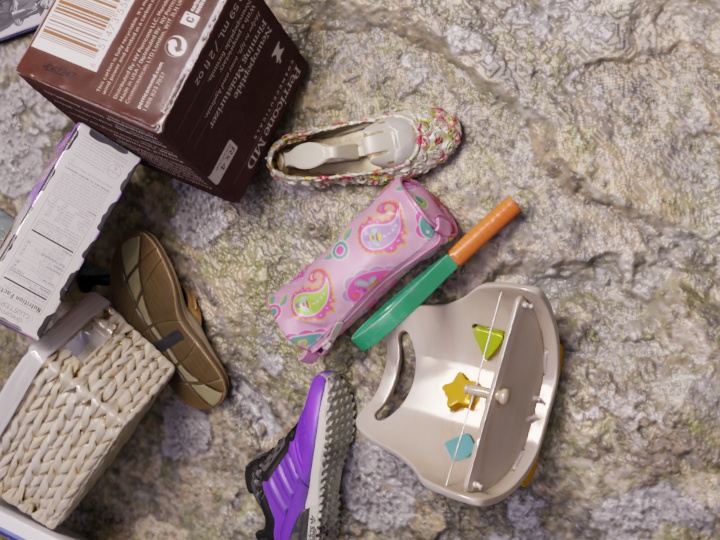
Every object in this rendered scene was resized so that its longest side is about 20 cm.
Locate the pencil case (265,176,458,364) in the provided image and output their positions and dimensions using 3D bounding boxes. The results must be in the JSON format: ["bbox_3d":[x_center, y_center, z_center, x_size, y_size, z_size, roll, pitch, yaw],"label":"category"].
[{"bbox_3d":[0.000,0.000,1.238,0.200,0.087,0.087,-43,79,17],"label":"pencil case"}]

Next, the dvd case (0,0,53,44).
[{"bbox_3d":[-0.327,-0.340,1.371,0.200,0.025,0.151,-13,89,21],"label":"dvd case"}]

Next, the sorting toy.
[{"bbox_3d":[0.083,0.110,1.214,0.180,0.107,0.200,11,79,35],"label":"sorting toy"}]

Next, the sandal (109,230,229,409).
[{"bbox_3d":[-0.194,0.050,1.340,0.080,0.054,0.200,-25,100,26],"label":"sandal"}]

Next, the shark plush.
[{"bbox_3d":[-0.342,-0.020,1.382,0.200,0.091,0.083,10,67,25],"label":"shark plush"}]

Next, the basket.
[{"bbox_3d":[-0.296,0.147,1.317,0.123,0.136,0.200,38,121,-1],"label":"basket"}]

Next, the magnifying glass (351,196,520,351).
[{"bbox_3d":[0.070,0.003,1.211,0.200,0.080,0.022,-40,93,-1],"label":"magnifying glass"}]

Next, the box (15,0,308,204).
[{"bbox_3d":[-0.178,-0.190,1.206,0.164,0.200,0.166,23,82,21],"label":"box"}]

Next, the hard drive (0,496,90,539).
[{"bbox_3d":[-0.332,0.283,1.365,0.200,0.132,0.025,21,78,18],"label":"hard drive"}]

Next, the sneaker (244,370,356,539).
[{"bbox_3d":[-0.068,0.193,1.289,0.099,0.070,0.201,11,97,22],"label":"sneaker"}]

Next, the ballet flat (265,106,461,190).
[{"bbox_3d":[-0.002,-0.114,1.243,0.200,0.064,0.076,-12,88,21],"label":"ballet flat"}]

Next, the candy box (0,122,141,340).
[{"bbox_3d":[-0.306,-0.035,1.271,0.071,0.168,0.200,30,81,-16],"label":"candy box"}]
